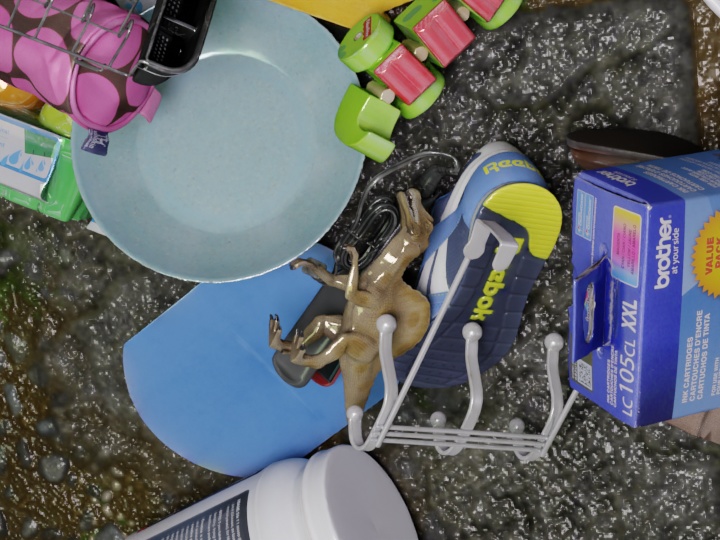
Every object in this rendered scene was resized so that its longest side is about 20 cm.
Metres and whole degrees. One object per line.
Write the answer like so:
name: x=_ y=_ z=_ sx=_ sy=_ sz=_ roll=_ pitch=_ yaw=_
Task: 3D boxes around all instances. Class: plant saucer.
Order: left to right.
plant saucer: x=-0.093 y=-0.088 z=1.025 sx=0.201 sy=0.039 sz=0.201 roll=-1 pitch=82 yaw=7

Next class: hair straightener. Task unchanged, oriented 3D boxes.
hair straightener: x=0.000 y=0.000 z=1.019 sx=0.041 sy=0.077 sz=0.200 roll=48 pitch=114 yaw=24

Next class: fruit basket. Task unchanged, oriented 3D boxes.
fruit basket: x=-0.220 y=-0.143 z=1.082 sx=0.185 sy=0.094 sz=0.200 roll=22 pitch=107 yaw=12

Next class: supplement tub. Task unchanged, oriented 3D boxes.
supplement tub: x=-0.071 y=0.221 z=1.102 sx=0.200 sy=0.140 sz=0.140 roll=-28 pitch=94 yaw=23

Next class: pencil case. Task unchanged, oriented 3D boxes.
pencil case: x=-0.223 y=-0.155 z=0.995 sx=0.200 sy=0.094 sz=0.091 roll=30 pitch=93 yaw=27

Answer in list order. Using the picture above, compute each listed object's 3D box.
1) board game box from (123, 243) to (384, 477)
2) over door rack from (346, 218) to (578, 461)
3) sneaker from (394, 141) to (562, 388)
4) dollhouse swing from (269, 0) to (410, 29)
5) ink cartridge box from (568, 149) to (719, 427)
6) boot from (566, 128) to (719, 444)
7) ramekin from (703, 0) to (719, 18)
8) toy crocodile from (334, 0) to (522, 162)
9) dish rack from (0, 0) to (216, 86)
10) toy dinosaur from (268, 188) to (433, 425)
board game box: x=-0.069 y=0.059 z=1.108 sx=0.200 sy=0.039 sz=0.158 roll=-38 pitch=113 yaw=14
over door rack: x=0.093 y=0.041 z=0.970 sx=0.200 sy=0.148 sz=0.067 roll=-58 pitch=38 yaw=36
sneaker: x=0.075 y=0.000 z=1.037 sx=0.074 sy=0.082 sz=0.200 roll=11 pitch=129 yaw=-22
dollhouse swing: x=-0.036 y=-0.297 z=1.012 sx=0.182 sy=0.176 sz=0.200 roll=14 pitch=114 yaw=-30
ink cartridge box: x=0.197 y=0.007 z=0.882 sx=0.200 sy=0.076 sz=0.137 roll=-10 pitch=111 yaw=-22
boot: x=0.205 y=0.018 z=1.003 sx=0.186 sy=0.064 sz=0.200 roll=17 pitch=113 yaw=11
ramekin: x=0.285 y=-0.227 z=0.892 sx=0.202 sy=0.094 sz=0.203 roll=4 pitch=105 yaw=16
toy crocodile: x=0.051 y=-0.159 z=0.977 sx=0.068 sy=0.062 sz=0.200 roll=40 pitch=89 yaw=-27
dish rack: x=-0.179 y=-0.202 z=0.891 sx=0.200 sy=0.154 sz=0.055 roll=20 pitch=156 yaw=-18
toy dinosaur: x=-0.004 y=0.044 z=0.994 sx=0.101 sy=0.058 sz=0.200 roll=2 pitch=122 yaw=-24
